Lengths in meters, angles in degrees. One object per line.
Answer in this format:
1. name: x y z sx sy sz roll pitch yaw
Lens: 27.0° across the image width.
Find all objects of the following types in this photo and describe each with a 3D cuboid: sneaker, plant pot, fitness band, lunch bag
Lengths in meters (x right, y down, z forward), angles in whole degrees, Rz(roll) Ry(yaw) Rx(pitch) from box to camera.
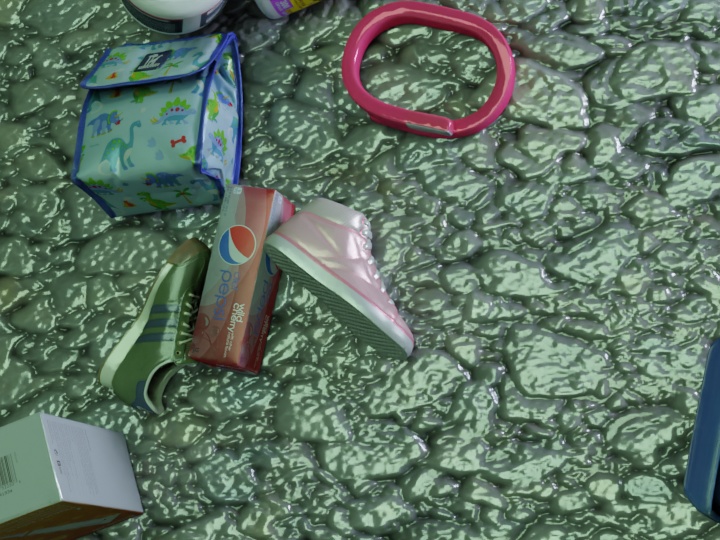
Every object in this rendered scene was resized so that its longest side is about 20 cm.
1. sneaker: -0.207 0.070 1.681 0.090 0.067 0.201 36 96 21
2. plant pot: 0.410 0.165 1.404 0.178 0.200 0.202 10 81 24
3. fitness band: 0.076 -0.225 1.677 0.198 0.037 0.145 16 80 19
4. sneaker: 0.000 0.000 1.627 0.200 0.075 0.105 40 69 7
5. lunch bag: -0.228 -0.178 1.718 0.168 0.128 0.202 -4 63 19

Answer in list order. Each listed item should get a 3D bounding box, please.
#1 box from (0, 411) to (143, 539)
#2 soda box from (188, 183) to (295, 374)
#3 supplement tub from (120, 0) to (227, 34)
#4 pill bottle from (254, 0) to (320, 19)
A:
1. box: -0.338 0.229 1.613 0.123 0.200 0.098 -22 73 12
2. soda box: -0.131 0.010 1.667 0.063 0.070 0.202 8 80 19
3. supplement tub: -0.210 -0.342 1.683 0.139 0.200 0.142 0 92 -8
4. pill bottle: -0.033 -0.369 1.704 0.198 0.104 0.105 -20 73 12
